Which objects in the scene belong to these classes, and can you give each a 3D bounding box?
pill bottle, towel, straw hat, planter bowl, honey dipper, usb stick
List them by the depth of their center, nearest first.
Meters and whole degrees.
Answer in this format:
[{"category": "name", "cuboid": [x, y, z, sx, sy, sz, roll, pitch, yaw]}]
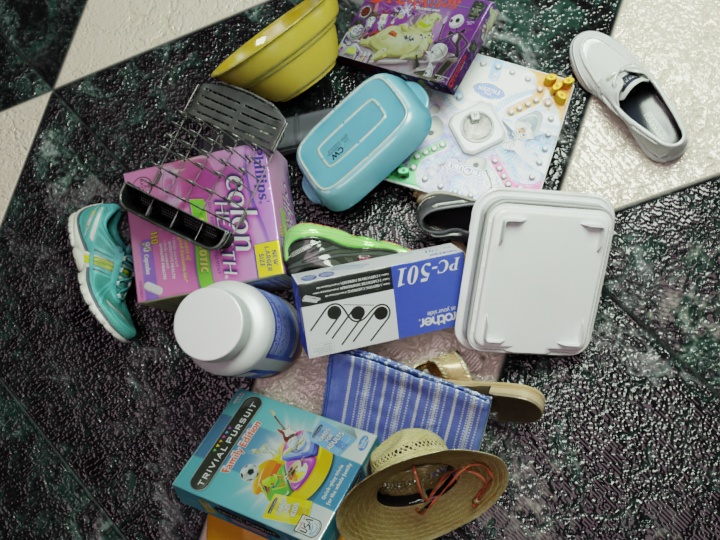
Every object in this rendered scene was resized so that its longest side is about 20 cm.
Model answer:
[{"category": "straw hat", "cuboid": [0.061, 0.230, 0.958, 0.201, 0.201, 0.085, -26, 46, 7]}, {"category": "towel", "cuboid": [0.048, 0.178, 1.002, 0.200, 0.024, 0.145, 18, 120, 15]}, {"category": "pill bottle", "cuboid": [-0.146, 0.072, 1.006, 0.112, 0.200, 0.112, -2, 80, 12]}, {"category": "honey dipper", "cuboid": [0.114, -0.047, 1.050, 0.038, 0.038, 0.200, -30, 75, 7]}, {"category": "planter bowl", "cuboid": [-0.091, -0.278, 1.089, 0.200, 0.200, 0.083, -34, 111, 5]}, {"category": "usb stick", "cuboid": [-0.122, -0.176, 1.126, 0.200, 0.033, 0.056, -10, 68, 12]}]

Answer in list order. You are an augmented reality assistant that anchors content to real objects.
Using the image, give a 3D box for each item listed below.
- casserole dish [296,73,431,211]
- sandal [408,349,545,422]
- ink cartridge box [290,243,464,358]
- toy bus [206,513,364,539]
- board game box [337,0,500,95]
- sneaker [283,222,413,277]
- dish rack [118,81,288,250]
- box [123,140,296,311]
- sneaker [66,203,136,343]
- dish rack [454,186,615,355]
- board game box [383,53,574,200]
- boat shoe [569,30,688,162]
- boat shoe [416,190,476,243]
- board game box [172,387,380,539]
[{"category": "casserole dish", "cuboid": [-0.004, -0.164, 1.039, 0.200, 0.039, 0.121, -41, 59, 14]}, {"category": "sandal", "cuboid": [0.121, 0.131, 1.015, 0.212, 0.078, 0.070, 5, 48, 22]}, {"category": "ink cartridge box", "cuboid": [0.025, 0.034, 0.983, 0.200, 0.044, 0.094, -12, 109, -12]}, {"category": "toy bus", "cuboid": [-0.087, 0.315, 1.018, 0.200, 0.078, 0.065, 1, 80, 13]}, {"category": "board game box", "cuboid": [0.067, -0.301, 1.068, 0.200, 0.032, 0.120, 26, 81, 39]}, {"category": "sneaker", "cuboid": [0.000, 0.000, 1.033, 0.200, 0.077, 0.084, 13, 87, -7]}, {"category": "dish rack", "cuboid": [-0.186, -0.135, 1.025, 0.153, 0.055, 0.200, 25, 87, 15]}, {"category": "box", "cuboid": [-0.190, -0.053, 1.090, 0.200, 0.097, 0.176, -11, 79, 10]}, {"category": "sneaker", "cuboid": [-0.337, 0.000, 1.129, 0.080, 0.078, 0.200, -19, 77, 0]}, {"category": "dish rack", "cuboid": [0.204, 0.010, 0.957, 0.171, 0.044, 0.200, 3, 109, -10]}, {"category": "board game box", "cuboid": [0.147, -0.181, 1.049, 0.200, 0.026, 0.200, 18, 78, 8]}, {"category": "boat shoe", "cuboid": [0.330, -0.222, 1.017, 0.074, 0.065, 0.200, -40, 75, 4]}, {"category": "boat shoe", "cuboid": [0.163, -0.049, 0.988, 0.200, 0.063, 0.073, 10, 111, 10]}, {"category": "board game box", "cuboid": [-0.097, 0.237, 0.993, 0.200, 0.047, 0.151, 14, 50, 24]}]
